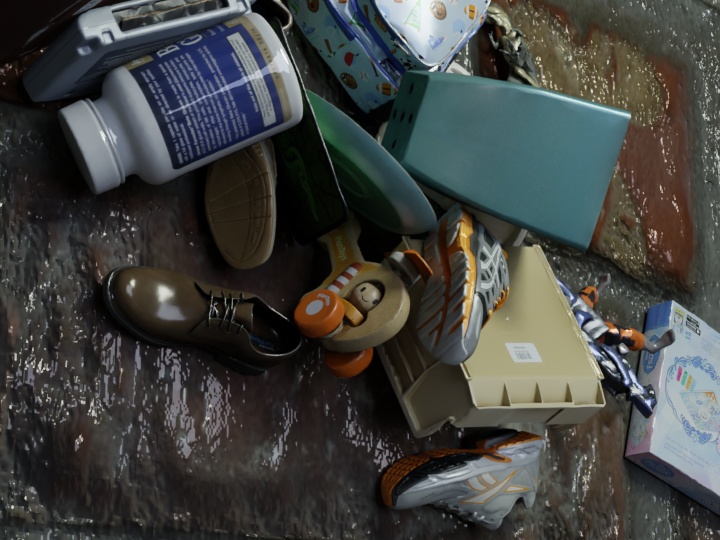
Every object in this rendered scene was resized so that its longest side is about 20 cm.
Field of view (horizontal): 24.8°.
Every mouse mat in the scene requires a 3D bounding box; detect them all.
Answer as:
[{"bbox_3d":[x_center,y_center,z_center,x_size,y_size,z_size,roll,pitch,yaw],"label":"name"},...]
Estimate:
[{"bbox_3d":[-0.068,-0.127,1.551,0.008,0.161,0.200,-18,87,-21],"label":"mouse mat"}]

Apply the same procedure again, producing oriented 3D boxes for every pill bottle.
[{"bbox_3d":[-0.162,-0.144,1.462,0.200,0.111,0.111,-25,93,-14],"label":"pill bottle"}]

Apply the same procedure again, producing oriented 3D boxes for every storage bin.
[{"bbox_3d":[0.123,0.072,1.647,0.200,0.094,0.199,4,53,-41],"label":"storage bin"}]

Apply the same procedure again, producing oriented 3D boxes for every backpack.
[{"bbox_3d":[0.024,-0.276,1.694,0.190,0.154,0.200,43,54,-9],"label":"backpack"}]

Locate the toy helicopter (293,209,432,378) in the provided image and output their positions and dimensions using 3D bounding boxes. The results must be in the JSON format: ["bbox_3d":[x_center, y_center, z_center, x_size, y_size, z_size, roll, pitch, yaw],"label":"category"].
[{"bbox_3d":[0.000,0.000,1.568,0.079,0.132,0.200,56,10,-37],"label":"toy helicopter"}]

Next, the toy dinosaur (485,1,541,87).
[{"bbox_3d":[0.183,-0.224,1.866,0.200,0.047,0.088,65,19,-5],"label":"toy dinosaur"}]

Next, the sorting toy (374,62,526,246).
[{"bbox_3d":[0.121,-0.145,1.780,0.200,0.107,0.180,36,35,-27],"label":"sorting toy"}]

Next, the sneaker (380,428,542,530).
[{"bbox_3d":[0.109,0.223,1.643,0.200,0.076,0.092,-11,100,-35],"label":"sneaker"}]

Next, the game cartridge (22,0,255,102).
[{"bbox_3d":[-0.201,-0.205,1.472,0.200,0.133,0.042,-22,88,-42],"label":"game cartridge"}]

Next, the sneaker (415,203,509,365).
[{"bbox_3d":[0.105,0.018,1.545,0.077,0.078,0.200,34,37,-20],"label":"sneaker"}]

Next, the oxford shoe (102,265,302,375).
[{"bbox_3d":[-0.137,0.035,1.481,0.200,0.084,0.073,19,65,-34],"label":"oxford shoe"}]

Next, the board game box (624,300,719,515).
[{"bbox_3d":[0.405,0.169,1.937,0.200,0.043,0.199,33,56,-29],"label":"board game box"}]

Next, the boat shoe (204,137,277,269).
[{"bbox_3d":[-0.108,-0.097,1.560,0.069,0.074,0.200,18,62,-68],"label":"boat shoe"}]

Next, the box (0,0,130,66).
[{"bbox_3d":[-0.271,-0.315,1.427,0.164,0.166,0.200,-33,98,-43],"label":"box"}]

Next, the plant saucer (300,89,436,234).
[{"bbox_3d":[-0.010,-0.100,1.580,0.027,0.200,0.200,-47,110,-10],"label":"plant saucer"}]

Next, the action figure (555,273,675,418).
[{"bbox_3d":[0.255,0.093,1.796,0.193,0.105,0.200,-17,62,-38],"label":"action figure"}]

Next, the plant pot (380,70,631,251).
[{"bbox_3d":[0.130,-0.121,1.609,0.200,0.141,0.142,16,95,-17],"label":"plant pot"}]

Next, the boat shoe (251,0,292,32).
[{"bbox_3d":[-0.156,-0.275,1.586,0.200,0.059,0.072,28,59,-31],"label":"boat shoe"}]
